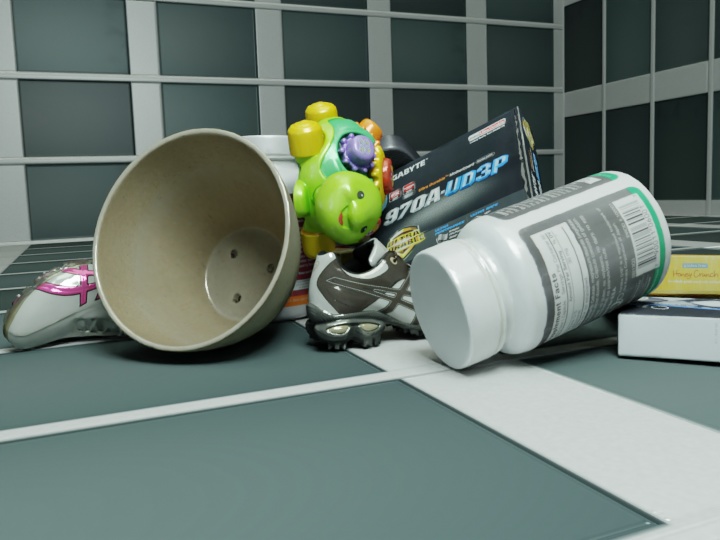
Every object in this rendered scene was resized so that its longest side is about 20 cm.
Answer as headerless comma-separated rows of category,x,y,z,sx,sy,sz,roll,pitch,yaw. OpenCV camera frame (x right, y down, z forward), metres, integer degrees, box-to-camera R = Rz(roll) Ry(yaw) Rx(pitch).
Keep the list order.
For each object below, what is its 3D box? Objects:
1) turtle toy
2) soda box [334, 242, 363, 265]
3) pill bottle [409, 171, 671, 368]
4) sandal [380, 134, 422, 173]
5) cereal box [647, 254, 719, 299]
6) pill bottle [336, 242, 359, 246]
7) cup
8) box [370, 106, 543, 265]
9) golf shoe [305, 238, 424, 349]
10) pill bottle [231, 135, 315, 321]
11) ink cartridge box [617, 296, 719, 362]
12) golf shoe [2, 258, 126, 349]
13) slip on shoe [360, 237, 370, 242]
turtle toy,-0.017,-0.089,0.731,0.098,0.150,0.201,-1,26,11
soda box,0.000,0.000,0.939,0.062,0.070,0.198,1,7,29
pill bottle,0.146,-0.001,0.575,0.195,0.116,0.113,-19,12,-19
sandal,0.066,-0.120,0.884,0.074,0.044,0.200,-16,-27,17
cereal box,0.321,0.012,0.719,0.139,0.041,0.200,0,-5,14
pill bottle,-0.024,-0.032,1.069,0.102,0.108,0.198,2,7,31
cup,-0.137,-0.013,0.682,0.194,0.207,0.143,-1,-15,15
box,0.101,-0.069,0.760,0.196,0.162,0.046,-23,-45,29
golf shoe,0.038,0.016,0.676,0.196,0.098,0.077,-5,6,-35
pill bottle,-0.106,-0.050,0.816,0.109,0.207,0.113,-2,6,0
ink cartridge box,0.313,0.048,0.553,0.195,0.041,0.099,2,7,30
golf shoe,-0.264,0.032,0.723,0.198,0.074,0.092,-29,60,-37
slip on shoe,-0.007,-0.086,0.969,0.072,0.063,0.201,18,18,-6
